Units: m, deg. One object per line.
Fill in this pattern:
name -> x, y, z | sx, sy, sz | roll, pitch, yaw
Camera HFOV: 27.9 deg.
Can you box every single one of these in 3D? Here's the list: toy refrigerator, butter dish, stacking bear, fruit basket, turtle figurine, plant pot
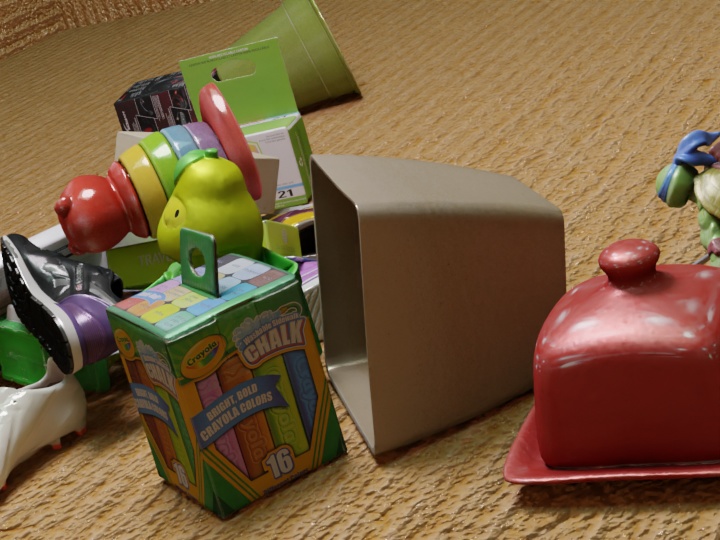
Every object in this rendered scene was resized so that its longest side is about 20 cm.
toy refrigerator -> -0.189, -0.109, 1.646 | 0.199, 0.071, 0.076 | 16, 14, 40
butter dish -> 0.201, 0.049, 1.022 | 0.198, 0.149, 0.200 | -6, 22, 26
stacking bear -> -0.210, -0.083, 1.457 | 0.198, 0.122, 0.114 | -25, 53, -13
fruit basket -> -0.139, 0.004, 1.313 | 0.155, 0.217, 0.215 | -39, 25, -14
turtle figurine -> 0.329, -0.006, 1.184 | 0.192, 0.202, 0.144 | 16, 8, 23
fruit basket -> -0.265, 0.054, 1.478 | 0.199, 0.095, 0.184 | -26, 21, -35
plant pot -> 0.067, 0.012, 1.198 | 0.175, 0.202, 0.200 | -7, 17, -11
plant pot -> -0.127, -0.326, 2.306 | 0.189, 0.201, 0.200 | -28, 19, 1

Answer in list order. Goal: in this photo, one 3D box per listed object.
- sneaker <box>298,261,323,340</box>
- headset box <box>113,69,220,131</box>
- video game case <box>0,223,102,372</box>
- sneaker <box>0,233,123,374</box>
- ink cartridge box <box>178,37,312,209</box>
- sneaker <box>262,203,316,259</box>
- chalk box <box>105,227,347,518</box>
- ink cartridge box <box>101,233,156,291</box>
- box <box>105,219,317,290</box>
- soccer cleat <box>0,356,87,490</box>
sneaker -> 0.000, -0.001, 1.445 | 0.199, 0.073, 0.114 | -20, 16, -11
headset box -> -0.305, -0.295, 2.496 | 0.198, 0.076, 0.149 | -13, 20, 11
video game case -> -0.358, 0.037, 1.509 | 0.199, 0.183, 0.023 | -30, 63, -33
sneaker -> -0.271, 0.024, 1.359 | 0.087, 0.076, 0.200 | -20, 41, -26
ink cartridge box -> -0.152, -0.178, 1.854 | 0.146, 0.202, 0.076 | -10, 20, 17
sneaker -> -0.021, -0.054, 1.616 | 0.199, 0.075, 0.090 | -28, 26, -11
chalk box -> -0.113, 0.067, 1.147 | 0.123, 0.202, 0.124 | -25, 21, -25
ink cartridge box -> -0.240, -0.043, 1.689 | 0.144, 0.085, 0.200 | -4, 15, -13
box -> -0.149, -0.015, 1.509 | 0.198, 0.048, 0.122 | -10, -3, 13
soccer cleat -> -0.322, 0.148, 1.282 | 0.069, 0.078, 0.200 | -2, 24, 36
